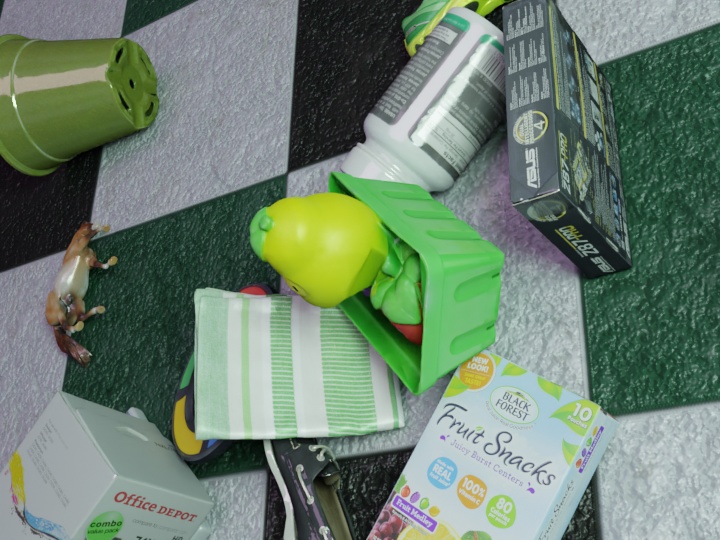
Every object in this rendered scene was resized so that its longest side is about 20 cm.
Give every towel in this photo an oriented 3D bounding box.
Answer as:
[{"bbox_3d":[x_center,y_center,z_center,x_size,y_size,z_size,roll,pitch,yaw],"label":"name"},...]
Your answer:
[{"bbox_3d":[-0.060,0.087,0.902,0.023,0.197,0.154,116,152,-56],"label":"towel"}]

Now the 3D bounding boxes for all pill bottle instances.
[{"bbox_3d":[0.074,-0.154,0.950,0.201,0.113,0.113,-51,49,3],"label":"pill bottle"}]

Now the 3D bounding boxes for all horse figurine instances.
[{"bbox_3d":[-0.368,0.021,1.226,0.132,0.050,0.202,-4,71,48],"label":"horse figurine"}]

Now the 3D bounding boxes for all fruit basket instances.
[{"bbox_3d":[0.000,0.000,0.822,0.215,0.214,0.157,31,130,41],"label":"fruit basket"}]

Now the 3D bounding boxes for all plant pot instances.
[{"bbox_3d":[-0.389,-0.244,1.308,0.188,0.200,0.202,-6,64,19],"label":"plant pot"}]

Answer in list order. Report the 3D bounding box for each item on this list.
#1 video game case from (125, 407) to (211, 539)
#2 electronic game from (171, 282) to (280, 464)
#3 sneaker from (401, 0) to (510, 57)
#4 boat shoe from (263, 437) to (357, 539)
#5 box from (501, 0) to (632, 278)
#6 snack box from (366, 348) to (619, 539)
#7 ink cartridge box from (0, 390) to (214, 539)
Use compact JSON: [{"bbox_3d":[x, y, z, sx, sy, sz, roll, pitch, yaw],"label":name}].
[{"bbox_3d":[-0.268,0.284,1.045,0.182,0.023,0.200,-50,49,5],"label":"video game case"},{"bbox_3d":[-0.142,0.106,0.992,0.200,0.041,0.201,-41,34,35],"label":"electronic game"},{"bbox_3d":[0.120,-0.314,1.022,0.199,0.074,0.084,-40,54,14],"label":"sneaker"},{"bbox_3d":[-0.045,0.202,0.888,0.060,0.074,0.202,-26,57,22],"label":"boat shoe"},{"bbox_3d":[0.182,-0.115,0.821,0.049,0.161,0.202,-14,61,30],"label":"box"},{"bbox_3d":[0.109,0.182,0.798,0.142,0.053,0.201,25,83,41],"label":"snack box"},{"bbox_3d":[-0.284,0.258,0.958,0.146,0.146,0.201,38,93,41],"label":"ink cartridge box"}]
